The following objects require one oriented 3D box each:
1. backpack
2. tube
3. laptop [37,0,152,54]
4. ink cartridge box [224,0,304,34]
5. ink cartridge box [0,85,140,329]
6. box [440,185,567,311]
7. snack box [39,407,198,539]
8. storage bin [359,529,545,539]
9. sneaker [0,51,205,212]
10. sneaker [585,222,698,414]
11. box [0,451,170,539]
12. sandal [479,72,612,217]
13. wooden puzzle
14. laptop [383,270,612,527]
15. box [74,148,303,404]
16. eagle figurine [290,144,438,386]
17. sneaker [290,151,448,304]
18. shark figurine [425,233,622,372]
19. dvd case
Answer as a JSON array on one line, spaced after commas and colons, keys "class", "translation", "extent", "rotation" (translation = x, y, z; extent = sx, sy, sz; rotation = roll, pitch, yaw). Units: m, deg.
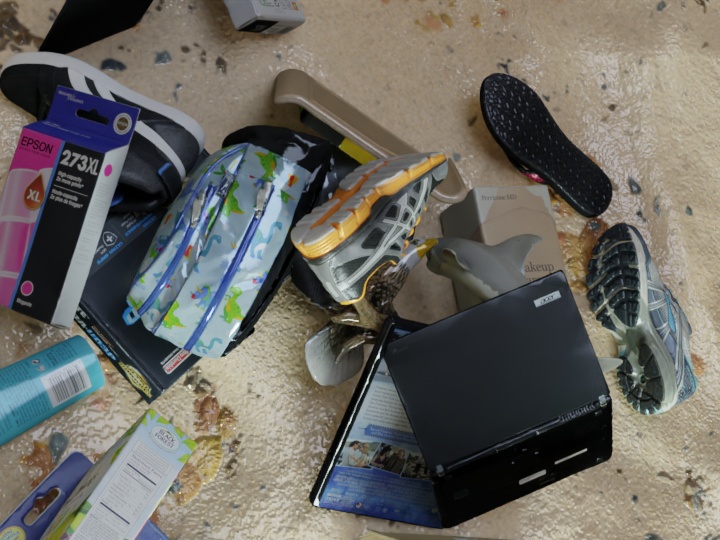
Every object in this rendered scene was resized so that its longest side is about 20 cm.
[{"class": "backpack", "translation": [-0.117, -0.022, 1.403], "extent": [0.153, 0.163, 0.201], "rotation": [14, 81, -16]}, {"class": "tube", "translation": [-0.316, 0.120, 1.368], "extent": [0.199, 0.050, 0.078], "rotation": [-27, 81, -26]}, {"class": "laptop", "translation": [-0.224, -0.302, 1.484], "extent": [0.103, 0.177, 0.201], "rotation": [12, 68, -22]}, {"class": "ink cartridge box", "translation": [-0.125, -0.331, 1.590], "extent": [0.095, 0.037, 0.201], "rotation": [-10, 78, -62]}, {"class": "ink cartridge box", "translation": [-0.264, -0.059, 1.389], "extent": [0.094, 0.037, 0.201], "rotation": [17, 87, 26]}, {"class": "box", "translation": [0.152, 0.021, 1.605], "extent": [0.094, 0.078, 0.201], "rotation": [-4, 74, -26]}, {"class": "snack box", "translation": [-0.210, 0.201, 1.261], "extent": [0.053, 0.200, 0.143], "rotation": [38, 59, -6]}, {"class": "storage bin", "translation": [0.116, 0.292, 1.428], "extent": [0.199, 0.198, 0.094], "rotation": [7, 86, -23]}, {"class": "sneaker", "translation": [-0.249, -0.119, 1.439], "extent": [0.199, 0.073, 0.112], "rotation": [21, 53, 3]}, {"class": "sneaker", "translation": [0.299, 0.048, 1.680], "extent": [0.086, 0.077, 0.201], "rotation": [-7, 82, -40]}, {"class": "box", "translation": [-0.214, 0.263, 1.370], "extent": [0.200, 0.032, 0.121], "rotation": [46, 59, -4]}, {"class": "sandal", "translation": [0.188, -0.127, 1.703], "extent": [0.200, 0.045, 0.075], "rotation": [43, 64, -23]}, {"class": "wooden puzzle", "translation": [0.004, -0.126, 1.547], "extent": [0.199, 0.185, 0.037], "rotation": [29, 101, -9]}, {"class": "laptop", "translation": [0.128, 0.123, 1.457], "extent": [0.176, 0.200, 0.104], "rotation": [-22, 58, -4]}, {"class": "box", "translation": [-0.174, -0.001, 1.476], "extent": [0.159, 0.046, 0.200], "rotation": [49, 59, -3]}, {"class": "eagle figurine", "translation": [0.007, -0.002, 1.505], "extent": [0.150, 0.152, 0.201], "rotation": [-9, 40, -9]}, {"class": "sneaker", "translation": [0.015, -0.043, 1.394], "extent": [0.200, 0.078, 0.078], "rotation": [-40, 114, -41]}, {"class": "shark figurine", "translation": [0.152, 0.016, 1.487], "extent": [0.214, 0.128, 0.089], "rotation": [42, 78, 16]}, {"class": "dvd case", "translation": [0.051, 0.142, 1.467], "extent": [0.142, 0.201, 0.018], "rotation": [14, 23, -23]}]
